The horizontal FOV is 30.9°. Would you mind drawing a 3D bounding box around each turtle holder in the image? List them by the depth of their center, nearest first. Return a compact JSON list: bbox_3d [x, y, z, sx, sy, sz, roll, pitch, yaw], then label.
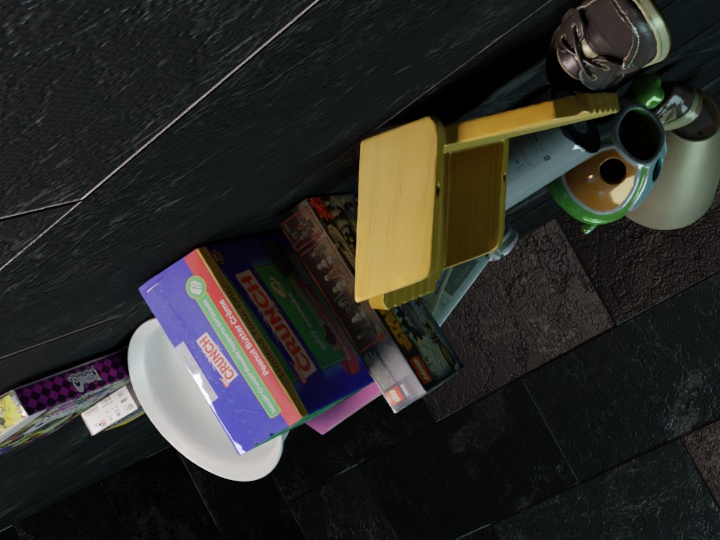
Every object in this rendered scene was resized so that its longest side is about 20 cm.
[{"bbox_3d":[0.308,-0.143,1.557,0.184,0.142,0.132,-25,172,-31],"label":"turtle holder"}]

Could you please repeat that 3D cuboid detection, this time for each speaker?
[{"bbox_3d":[0.146,-0.106,1.351,0.199,0.082,0.081,-34,173,34],"label":"speaker"}]

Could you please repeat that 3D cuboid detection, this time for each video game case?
[{"bbox_3d":[-0.344,0.150,1.365,0.180,0.036,0.200,-32,175,28],"label":"video game case"}]

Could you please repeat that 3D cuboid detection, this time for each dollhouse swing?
[{"bbox_3d":[0.114,-0.059,1.085,0.174,0.184,0.200,5,-172,21],"label":"dollhouse swing"}]

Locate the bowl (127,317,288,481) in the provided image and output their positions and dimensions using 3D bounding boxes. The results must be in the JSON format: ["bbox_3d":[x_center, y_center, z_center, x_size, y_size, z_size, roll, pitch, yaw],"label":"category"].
[{"bbox_3d":[-0.138,0.112,1.354,0.201,0.202,0.090,-35,-174,47],"label":"bowl"}]

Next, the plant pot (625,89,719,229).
[{"bbox_3d":[0.487,-0.191,2.017,0.186,0.188,0.200,-28,161,-14],"label":"plant pot"}]

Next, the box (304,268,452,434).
[{"bbox_3d":[-0.001,0.047,1.421,0.176,0.096,0.201,-40,-161,48],"label":"box"}]

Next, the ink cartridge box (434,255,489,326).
[{"bbox_3d":[0.087,0.026,1.559,0.163,0.050,0.200,-53,-176,6],"label":"ink cartridge box"}]

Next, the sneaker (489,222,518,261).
[{"bbox_3d":[0.118,-0.060,1.734,0.199,0.088,0.074,-1,-143,50],"label":"sneaker"}]

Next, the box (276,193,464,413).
[{"bbox_3d":[0.013,0.024,1.194,0.040,0.201,0.137,-34,174,19],"label":"box"}]

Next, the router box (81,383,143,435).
[{"bbox_3d":[-0.241,0.130,1.635,0.199,0.051,0.149,-31,176,8],"label":"router box"}]

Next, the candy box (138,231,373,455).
[{"bbox_3d":[-0.083,0.057,1.163,0.077,0.170,0.200,-34,173,22],"label":"candy box"}]

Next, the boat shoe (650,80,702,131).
[{"bbox_3d":[0.355,-0.203,1.737,0.071,0.073,0.199,16,156,-38],"label":"boat shoe"}]

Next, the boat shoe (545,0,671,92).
[{"bbox_3d":[0.181,-0.168,0.986,0.065,0.074,0.200,-34,175,-1],"label":"boat shoe"}]
